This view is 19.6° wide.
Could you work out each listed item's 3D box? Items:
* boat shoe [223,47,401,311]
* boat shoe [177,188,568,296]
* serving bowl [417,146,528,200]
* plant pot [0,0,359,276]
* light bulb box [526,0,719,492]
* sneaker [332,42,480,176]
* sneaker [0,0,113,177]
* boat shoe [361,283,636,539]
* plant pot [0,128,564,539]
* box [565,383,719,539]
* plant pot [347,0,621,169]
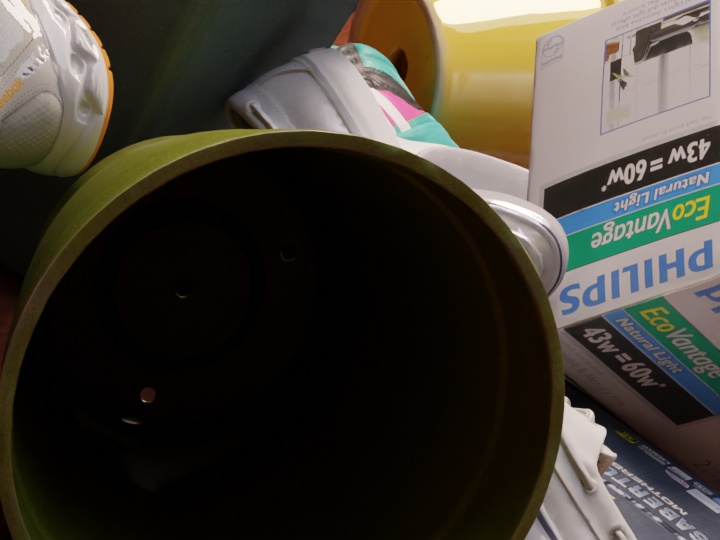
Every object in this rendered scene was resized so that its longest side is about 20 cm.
[{"bbox_3d":[0.003,-0.007,0.928,0.201,0.068,0.072,63,-14,11],"label":"boat shoe"},{"bbox_3d":[0.000,0.000,0.998,0.199,0.072,0.066,3,15,5],"label":"boat shoe"},{"bbox_3d":[0.108,0.004,1.238,0.199,0.066,0.200,24,18,-8],"label":"serving bowl"},{"bbox_3d":[-0.137,-0.112,0.994,0.196,0.201,0.196,31,18,14],"label":"plant pot"},{"bbox_3d":[0.191,-0.016,1.097,0.198,0.124,0.201,38,46,-37],"label":"light bulb box"},{"bbox_3d":[-0.020,-0.097,1.298,0.200,0.084,0.121,19,23,-46],"label":"sneaker"},{"bbox_3d":[-0.179,-0.124,0.839,0.092,0.076,0.200,-7,57,-48],"label":"sneaker"},{"bbox_3d":[0.070,0.084,0.853,0.070,0.071,0.201,-21,68,-26],"label":"boat shoe"},{"bbox_3d":[-0.051,0.029,0.791,0.200,0.201,0.193,20,7,-21],"label":"plant pot"},{"bbox_3d":[0.087,0.103,0.964,0.200,0.051,0.157,35,20,26],"label":"box"},{"bbox_3d":[0.100,-0.142,1.448,0.188,0.202,0.201,-3,32,-29],"label":"plant pot"}]
